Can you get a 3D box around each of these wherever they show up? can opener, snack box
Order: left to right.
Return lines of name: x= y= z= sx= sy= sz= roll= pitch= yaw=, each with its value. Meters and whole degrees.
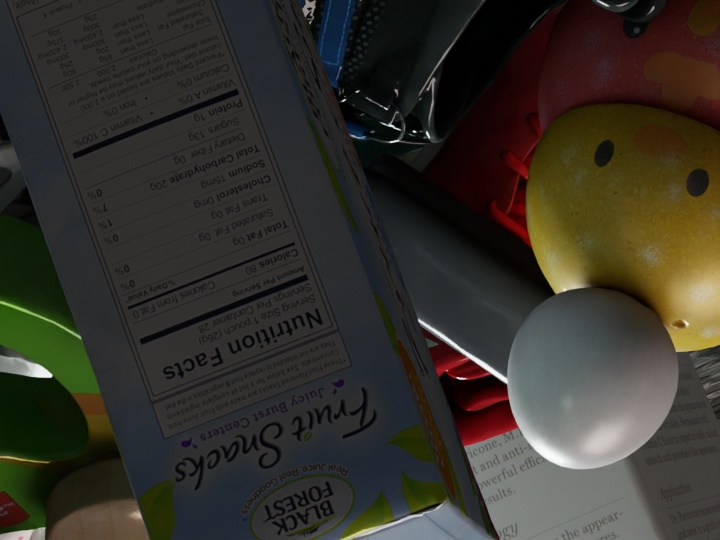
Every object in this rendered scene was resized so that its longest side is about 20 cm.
snack box: x=-0.035 y=-0.022 z=0.670 sx=0.067 sy=0.201 sz=0.169 roll=-22 pitch=169 yaw=3
can opener: x=0.000 y=0.000 z=0.907 sx=0.067 sy=0.200 sz=0.053 roll=-58 pitch=172 yaw=18

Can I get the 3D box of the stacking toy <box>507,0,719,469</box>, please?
stacking toy: x=0.098 y=-0.026 z=0.854 sx=0.146 sy=0.146 sz=0.201 roll=-38 pitch=-156 yaw=57

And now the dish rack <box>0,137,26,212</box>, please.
dish rack: x=-0.206 y=-0.006 z=0.838 sx=0.199 sy=0.044 sz=0.172 roll=-15 pitch=169 yaw=-33

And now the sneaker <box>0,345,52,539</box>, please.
sneaker: x=-0.097 y=0.048 z=0.905 sx=0.077 sy=0.100 sz=0.200 roll=11 pitch=169 yaw=-13

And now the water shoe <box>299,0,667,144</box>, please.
water shoe: x=-0.007 y=-0.068 z=0.830 sx=0.199 sy=0.079 sz=0.071 roll=-26 pitch=169 yaw=20

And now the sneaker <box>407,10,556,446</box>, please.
sneaker: x=0.061 y=-0.016 z=0.972 sx=0.078 sy=0.116 sz=0.200 roll=28 pitch=107 yaw=-36

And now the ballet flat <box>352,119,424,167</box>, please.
ballet flat: x=0.014 y=-0.039 z=1.046 sx=0.199 sy=0.071 sz=0.067 roll=-20 pitch=172 yaw=-8

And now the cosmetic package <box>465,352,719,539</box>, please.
cosmetic package: x=0.086 y=0.094 z=1.511 sx=0.164 sy=0.201 sz=0.165 roll=-26 pitch=169 yaw=21

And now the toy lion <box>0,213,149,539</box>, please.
toy lion: x=-0.156 y=0.031 z=0.737 sx=0.199 sy=0.069 sz=0.192 roll=-16 pitch=141 yaw=16
